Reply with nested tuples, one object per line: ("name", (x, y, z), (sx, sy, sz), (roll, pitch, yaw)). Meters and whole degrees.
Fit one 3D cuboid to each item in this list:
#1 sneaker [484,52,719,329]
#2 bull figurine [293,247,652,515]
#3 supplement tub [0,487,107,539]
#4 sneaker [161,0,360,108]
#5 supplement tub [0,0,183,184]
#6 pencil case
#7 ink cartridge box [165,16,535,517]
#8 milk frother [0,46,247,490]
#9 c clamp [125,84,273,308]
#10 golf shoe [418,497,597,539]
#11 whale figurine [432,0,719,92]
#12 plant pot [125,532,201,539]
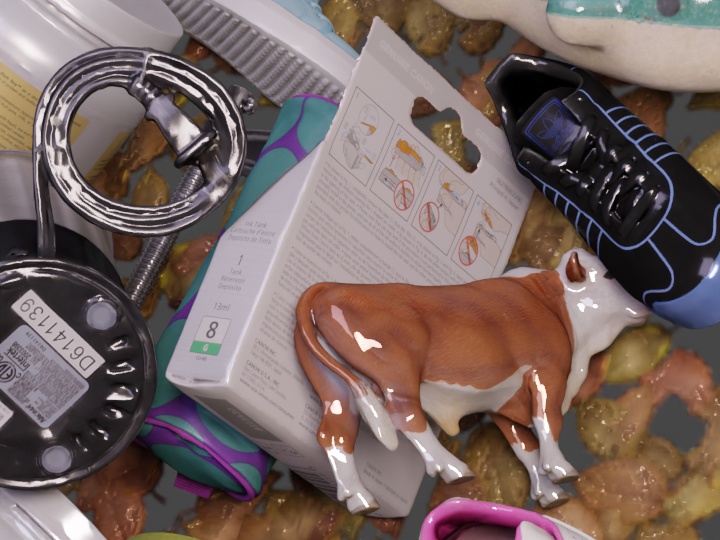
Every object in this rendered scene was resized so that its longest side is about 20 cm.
("sneaker", (0.120, -0.042, 1.436), (0.070, 0.078, 0.200), (-53, 33, 9))
("bull figurine", (0.057, 0.049, 1.418), (0.065, 0.200, 0.122), (-40, 58, 52))
("supplement tub", (-0.212, 0.198, 1.469), (0.200, 0.145, 0.145), (-43, 50, -16))
("sneaker", (-0.047, -0.152, 1.631), (0.082, 0.074, 0.200), (-42, 59, -18))
("supplement tub", (-0.204, -0.088, 1.616), (0.200, 0.145, 0.145), (-51, 51, 11))
("pencil case", (-0.045, 0.014, 1.509), (0.085, 0.092, 0.200), (26, 73, 4))
("ink cartridge box", (0.000, 0.000, 1.458), (0.050, 0.161, 0.200), (4, 66, 40))
("milk frother", (-0.145, -0.023, 1.471), (0.200, 0.181, 0.188), (-27, 22, -2))
("c clamp", (-0.086, -0.012, 1.606), (0.171, 0.027, 0.200), (11, 69, 28))
("golf shoe", (0.107, 0.161, 1.357), (0.200, 0.092, 0.075), (20, 73, 34))
("whale figurine", (0.134, -0.151, 1.473), (0.200, 0.159, 0.104), (13, 107, 29))
("plant pot", (-0.110, 0.226, 1.356), (0.187, 0.187, 0.200), (0, 46, 29))
